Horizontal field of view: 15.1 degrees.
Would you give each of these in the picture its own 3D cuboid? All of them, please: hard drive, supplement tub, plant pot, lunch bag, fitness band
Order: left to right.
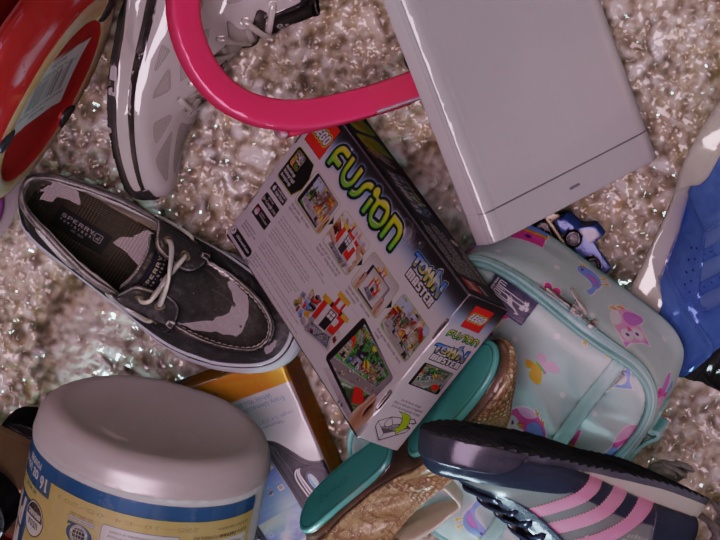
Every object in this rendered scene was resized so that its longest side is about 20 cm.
[{"bbox_3d":[-0.257,-0.141,1.590,0.182,0.200,0.201,32,107,4],"label":"plant pot"},{"bbox_3d":[-0.141,0.179,1.646,0.144,0.145,0.201,15,109,6],"label":"supplement tub"},{"bbox_3d":[-0.015,-0.158,1.588,0.199,0.037,0.144,-16,90,-14],"label":"fitness band"},{"bbox_3d":[0.087,-0.133,1.587,0.132,0.027,0.201,-27,101,-29],"label":"hard drive"},{"bbox_3d":[0.094,0.081,1.625,0.160,0.077,0.200,38,125,10],"label":"lunch bag"}]

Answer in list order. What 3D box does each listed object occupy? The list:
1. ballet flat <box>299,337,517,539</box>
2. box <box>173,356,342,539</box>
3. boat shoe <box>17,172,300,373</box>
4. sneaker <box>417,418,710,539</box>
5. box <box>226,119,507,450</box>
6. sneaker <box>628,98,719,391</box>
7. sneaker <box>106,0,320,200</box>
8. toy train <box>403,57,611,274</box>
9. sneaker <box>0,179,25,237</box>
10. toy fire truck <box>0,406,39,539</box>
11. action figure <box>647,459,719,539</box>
[{"bbox_3d":[0.044,0.110,1.591,0.065,0.071,0.200,32,131,-20],"label":"ballet flat"},{"bbox_3d":[-0.062,0.157,1.722,0.119,0.041,0.201,-20,102,14],"label":"box"},{"bbox_3d":[-0.129,0.004,1.659,0.200,0.071,0.072,26,87,9],"label":"boat shoe"},{"bbox_3d":[0.108,0.139,1.521,0.200,0.070,0.082,18,95,-31],"label":"sneaker"},{"bbox_3d":[0.000,0.000,1.601,0.035,0.200,0.110,22,114,-41],"label":"box"},{"bbox_3d":[0.233,-0.019,1.603,0.111,0.077,0.200,25,111,9],"label":"sneaker"},{"bbox_3d":[-0.086,-0.135,1.631,0.115,0.076,0.201,8,103,10],"label":"sneaker"},{"bbox_3d":[0.094,-0.064,1.642,0.046,0.034,0.200,-33,96,3],"label":"toy train"},{"bbox_3d":[-0.295,-0.020,1.696,0.200,0.100,0.075,-46,124,-5],"label":"sneaker"},{"bbox_3d":[-0.299,0.171,1.736,0.176,0.129,0.200,25,125,7],"label":"toy fire truck"},{"bbox_3d":[0.201,0.172,1.636,0.199,0.119,0.102,4,78,30],"label":"action figure"}]
